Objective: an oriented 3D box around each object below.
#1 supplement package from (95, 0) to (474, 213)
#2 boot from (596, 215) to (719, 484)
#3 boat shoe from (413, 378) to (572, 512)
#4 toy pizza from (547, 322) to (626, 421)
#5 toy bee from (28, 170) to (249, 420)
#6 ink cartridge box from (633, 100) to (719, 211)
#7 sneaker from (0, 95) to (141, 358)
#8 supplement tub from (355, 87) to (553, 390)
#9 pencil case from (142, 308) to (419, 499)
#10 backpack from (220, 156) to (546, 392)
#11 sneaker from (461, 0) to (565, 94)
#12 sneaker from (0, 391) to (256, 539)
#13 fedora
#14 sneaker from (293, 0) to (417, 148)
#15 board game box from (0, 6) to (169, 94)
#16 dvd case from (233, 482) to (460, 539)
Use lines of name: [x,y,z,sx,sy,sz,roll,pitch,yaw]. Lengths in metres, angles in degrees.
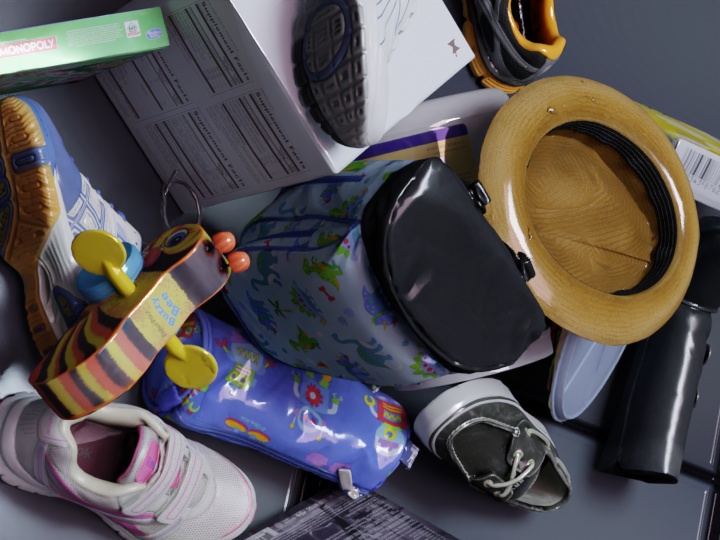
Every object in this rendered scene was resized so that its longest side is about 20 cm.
supplement package: [-0.061,-0.153,1.430,0.152,0.200,0.151,-41,107,-31]
boot: [0.255,0.067,1.634,0.065,0.165,0.201,22,78,-4]
boat shoe: [0.107,0.134,1.537,0.064,0.071,0.200,56,14,30]
toy pizza: [0.187,0.022,1.609,0.032,0.200,0.201,24,63,18]
toy bee: [-0.132,0.006,1.343,0.131,0.108,0.201,32,60,-39]
ink cartridge box: [0.263,-0.090,1.647,0.197,0.200,0.047,19,106,-32]
sneaker: [-0.197,-0.026,1.411,0.088,0.075,0.201,-27,104,-47]
supplement tub: [0.061,-0.023,1.531,0.145,0.145,0.201,-14,92,-34]
pencil case: [-0.058,0.099,1.474,0.199,0.078,0.087,26,49,-28]
backpack: [0.000,0.000,1.391,0.154,0.200,0.163,-43,122,-13]
sneaker: [0.111,-0.243,1.634,0.078,0.077,0.201,-23,96,-32]
sneaker: [-0.150,0.139,1.402,0.199,0.088,0.082,22,73,-30]
fedora: [0.146,-0.037,1.456,0.200,0.082,0.202,8,76,-33]
sneaker: [0.007,-0.176,1.317,0.087,0.074,0.201,5,81,-38]
board game box: [-0.242,-0.132,1.345,0.199,0.134,0.029,-14,92,-35]
dvd case: [0.018,0.217,1.439,0.148,0.200,0.016,-24,130,-46]
